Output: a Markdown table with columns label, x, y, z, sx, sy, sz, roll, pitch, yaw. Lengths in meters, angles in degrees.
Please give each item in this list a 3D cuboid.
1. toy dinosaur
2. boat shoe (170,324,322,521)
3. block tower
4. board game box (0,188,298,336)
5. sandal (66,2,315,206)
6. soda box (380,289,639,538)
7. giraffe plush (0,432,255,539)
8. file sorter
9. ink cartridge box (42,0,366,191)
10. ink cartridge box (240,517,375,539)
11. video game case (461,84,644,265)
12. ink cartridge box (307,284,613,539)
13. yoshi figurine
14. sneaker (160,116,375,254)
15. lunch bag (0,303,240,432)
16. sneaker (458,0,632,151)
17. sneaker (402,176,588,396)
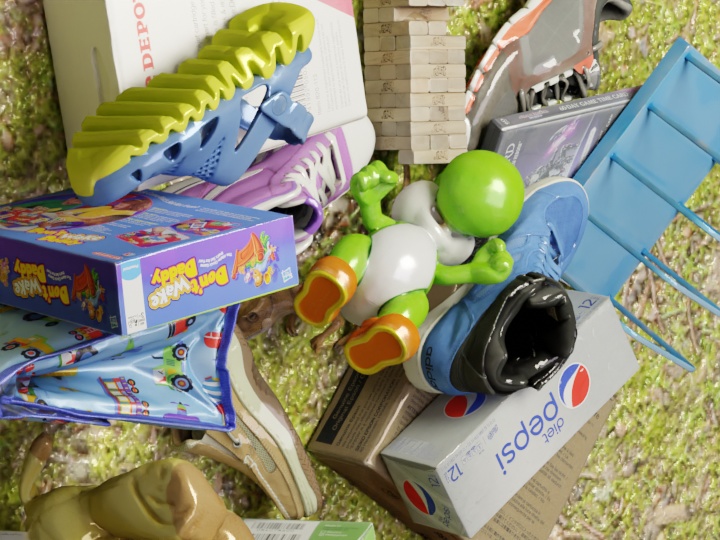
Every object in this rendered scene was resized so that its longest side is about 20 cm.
| label | x | y | z | sx | sy | sz | roll | pitch | yaw |
| --- | --- | --- | --- | --- | --- | --- | --- | --- | --- |
| toy dinosaur | 0.000 | 0.000 | 1.763 | 0.200 | 0.060 | 0.107 | -41 | 120 | -29 |
| boat shoe | -0.096 | 0.101 | 1.700 | 0.076 | 0.072 | 0.201 | -35 | 115 | -13 |
| block tower | 0.038 | -0.177 | 1.763 | 0.054 | 0.058 | 0.202 | -5 | 95 | -38 |
| board game box | -0.152 | -0.011 | 1.535 | 0.134 | 0.199 | 0.045 | -16 | 108 | -38 |
| sandal | -0.095 | -0.088 | 1.546 | 0.200 | 0.079 | 0.088 | -34 | 121 | -29 |
| soda box | 0.108 | 0.099 | 1.772 | 0.200 | 0.063 | 0.069 | -43 | 121 | -28 |
| giraffe plush | -0.137 | 0.197 | 1.620 | 0.162 | 0.199 | 0.174 | 13 | 94 | -59 |
| file sorter | 0.247 | -0.043 | 1.869 | 0.200 | 0.123 | 0.139 | -54 | 146 | 6 |
| ink cartridge box | -0.102 | -0.150 | 1.633 | 0.199 | 0.083 | 0.148 | -20 | 110 | -37 |
| ink cartridge box | -0.035 | 0.274 | 1.734 | 0.059 | 0.103 | 0.201 | -54 | 140 | -60 |
| video game case | 0.153 | -0.068 | 1.869 | 0.199 | 0.019 | 0.143 | -14 | 135 | -39 |
| ink cartridge box | 0.077 | 0.114 | 1.839 | 0.200 | 0.075 | 0.165 | 41 | 69 | -36 |
| yoshi figurine | 0.046 | -0.023 | 1.690 | 0.200 | 0.111 | 0.113 | -47 | 138 | -46 |
| sneaker | -0.041 | -0.050 | 1.684 | 0.200 | 0.114 | 0.073 | -35 | 117 | -33 |
| lunch bag | -0.198 | 0.054 | 1.538 | 0.199 | 0.150 | 0.095 | -5 | 101 | -40 |
| sneaker | 0.136 | -0.151 | 1.826 | 0.082 | 0.077 | 0.200 | 35 | 69 | 3 |
| sneaker | 0.126 | 0.013 | 1.745 | 0.200 | 0.111 | 0.077 | -46 | 121 | -27 |
